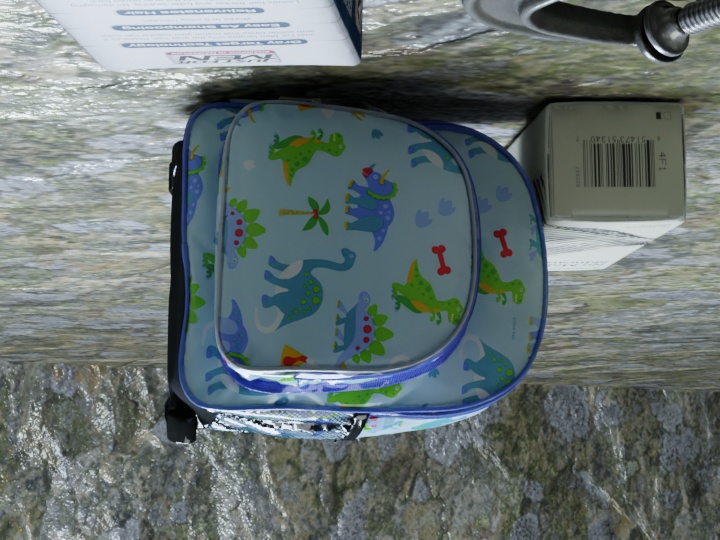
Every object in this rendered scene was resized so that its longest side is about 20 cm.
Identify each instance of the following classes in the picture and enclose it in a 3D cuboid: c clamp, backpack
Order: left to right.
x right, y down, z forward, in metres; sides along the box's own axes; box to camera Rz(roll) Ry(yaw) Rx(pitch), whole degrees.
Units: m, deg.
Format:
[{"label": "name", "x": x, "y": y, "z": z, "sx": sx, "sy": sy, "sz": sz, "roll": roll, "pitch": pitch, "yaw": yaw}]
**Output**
[{"label": "backpack", "x": 0.000, "y": 0.000, "z": 1.078, "sx": 0.199, "sy": 0.184, "sz": 0.147, "roll": 3, "pitch": 169, "yaw": -11}, {"label": "c clamp", "x": 0.145, "y": -0.113, "z": 0.804, "sx": 0.170, "sy": 0.027, "sz": 0.200, "roll": 5, "pitch": 171, "yaw": -36}]

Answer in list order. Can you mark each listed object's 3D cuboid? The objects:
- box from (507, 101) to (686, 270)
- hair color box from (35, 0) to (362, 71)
[{"label": "box", "x": 0.128, "y": -0.046, "z": 1.170, "sx": 0.082, "sy": 0.069, "sz": 0.200, "roll": 0, "pitch": 172, "yaw": -4}, {"label": "hair color box", "x": -0.057, "y": -0.116, "z": 0.650, "sx": 0.099, "sy": 0.061, "sz": 0.200, "roll": 0, "pitch": 172, "yaw": 6}]
